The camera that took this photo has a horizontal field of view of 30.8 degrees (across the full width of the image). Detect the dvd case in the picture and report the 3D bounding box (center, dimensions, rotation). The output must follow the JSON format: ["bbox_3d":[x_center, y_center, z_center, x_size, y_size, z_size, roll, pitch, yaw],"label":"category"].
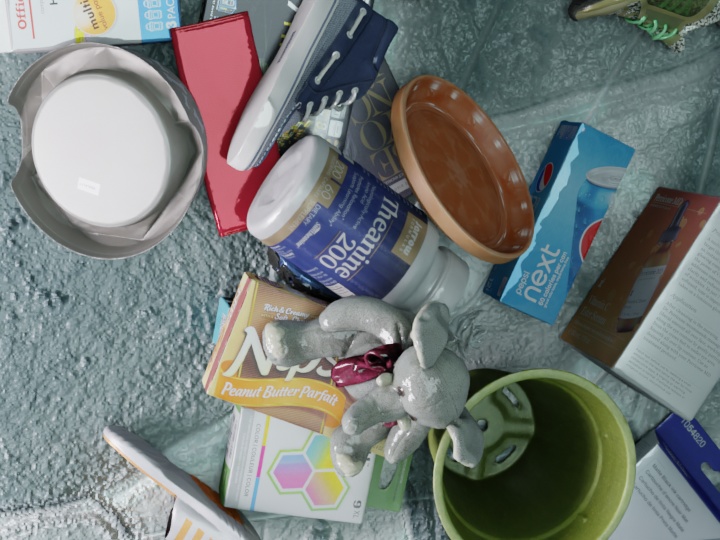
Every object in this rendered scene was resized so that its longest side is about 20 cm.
[{"bbox_3d":[-0.024,-0.147,1.313,0.148,0.016,0.201,-28,103,-7],"label":"dvd case"}]

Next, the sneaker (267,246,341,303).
[{"bbox_3d":[0.000,0.000,1.319,0.199,0.075,0.079,17,83,-20],"label":"sneaker"}]

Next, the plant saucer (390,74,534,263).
[{"bbox_3d":[0.097,-0.096,1.271,0.032,0.200,0.201,-30,106,32],"label":"plant saucer"}]

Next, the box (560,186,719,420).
[{"bbox_3d":[0.322,0.029,1.340,0.106,0.152,0.200,33,90,-13],"label":"box"}]

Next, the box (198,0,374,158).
[{"bbox_3d":[-0.080,-0.211,1.260,0.160,0.049,0.201,11,98,-14],"label":"box"}]

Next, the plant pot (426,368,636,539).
[{"bbox_3d":[0.145,0.175,1.305,0.199,0.190,0.201,-2,99,-12],"label":"plant pot"}]

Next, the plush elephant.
[{"bbox_3d":[0.033,0.100,1.138,0.199,0.155,0.165,-23,103,-1],"label":"plush elephant"}]

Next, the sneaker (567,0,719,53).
[{"bbox_3d":[0.312,-0.263,1.340,0.199,0.077,0.089,-11,109,-8],"label":"sneaker"}]

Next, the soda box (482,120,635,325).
[{"bbox_3d":[0.204,-0.050,1.350,0.068,0.064,0.201,24,93,-14],"label":"soda box"}]

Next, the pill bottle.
[{"bbox_3d":[0.002,-0.028,1.222,0.200,0.111,0.111,35,90,-20],"label":"pill bottle"}]

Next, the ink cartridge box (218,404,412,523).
[{"bbox_3d":[-0.038,0.197,1.337,0.199,0.059,0.104,10,96,-13],"label":"ink cartridge box"}]

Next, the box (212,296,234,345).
[{"bbox_3d":[-0.043,0.069,1.307,0.199,0.082,0.049,10,95,-13],"label":"box"}]

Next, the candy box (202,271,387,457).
[{"bbox_3d":[-0.037,0.091,1.240,0.199,0.055,0.116,21,93,-13],"label":"candy box"}]

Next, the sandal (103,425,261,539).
[{"bbox_3d":[-0.186,0.235,1.309,0.206,0.079,0.059,39,90,-6],"label":"sandal"}]

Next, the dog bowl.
[{"bbox_3d":[-0.233,-0.114,1.215,0.199,0.059,0.201,5,107,16],"label":"dog bowl"}]

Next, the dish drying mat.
[{"bbox_3d":[-0.121,-0.137,1.233,0.076,0.018,0.201,-14,103,-9],"label":"dish drying mat"}]

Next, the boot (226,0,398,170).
[{"bbox_3d":[-0.042,-0.166,1.207,0.090,0.073,0.201,30,85,-19],"label":"boot"}]

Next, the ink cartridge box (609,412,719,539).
[{"bbox_3d":[0.344,0.284,1.439,0.200,0.041,0.200,-42,104,-3],"label":"ink cartridge box"}]

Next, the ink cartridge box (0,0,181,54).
[{"bbox_3d":[-0.272,-0.264,1.217,0.199,0.068,0.116,-7,100,-11],"label":"ink cartridge box"}]
